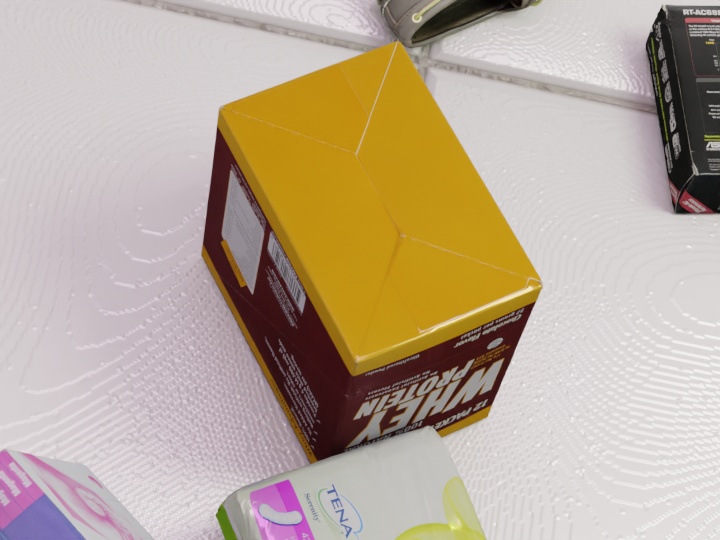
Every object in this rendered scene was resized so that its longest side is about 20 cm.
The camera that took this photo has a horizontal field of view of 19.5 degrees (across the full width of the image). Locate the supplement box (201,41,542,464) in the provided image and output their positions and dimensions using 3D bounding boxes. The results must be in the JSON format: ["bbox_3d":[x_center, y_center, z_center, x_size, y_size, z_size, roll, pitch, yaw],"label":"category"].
[{"bbox_3d":[0.000,0.000,1.381,0.132,0.200,0.198,-22,67,-18],"label":"supplement box"}]

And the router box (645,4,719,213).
[{"bbox_3d":[0.323,-0.122,1.574,0.199,0.062,0.150,0,63,-9],"label":"router box"}]

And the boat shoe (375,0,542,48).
[{"bbox_3d":[0.109,-0.223,1.592,0.201,0.072,0.060,-20,68,-11],"label":"boat shoe"}]

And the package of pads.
[{"bbox_3d":[0.016,0.211,1.332,0.154,0.068,0.201,-16,72,-23],"label":"package of pads"}]

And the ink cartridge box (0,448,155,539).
[{"bbox_3d":[-0.148,0.190,1.265,0.043,0.200,0.196,-45,76,2],"label":"ink cartridge box"}]
